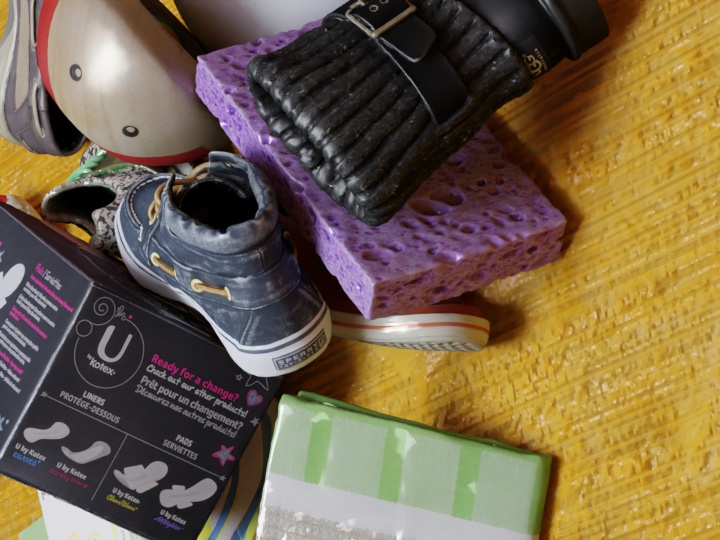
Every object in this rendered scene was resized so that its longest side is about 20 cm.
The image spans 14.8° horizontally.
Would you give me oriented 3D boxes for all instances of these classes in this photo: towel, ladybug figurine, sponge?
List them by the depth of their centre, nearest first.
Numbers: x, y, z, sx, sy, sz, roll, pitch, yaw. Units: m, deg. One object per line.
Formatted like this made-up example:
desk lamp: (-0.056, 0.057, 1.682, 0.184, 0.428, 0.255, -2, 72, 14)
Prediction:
sponge: (0.007, -0.059, 1.396, 0.200, 0.111, 0.030, 53, 151, 40)
towel: (0.013, 0.172, 1.400, 0.148, 0.031, 0.201, 13, 100, 15)
ladybug figurine: (-0.128, -0.109, 1.530, 0.072, 0.136, 0.200, -44, 5, 5)

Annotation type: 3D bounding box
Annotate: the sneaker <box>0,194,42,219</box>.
sneaker: (-0.246, 0.044, 1.786, 0.085, 0.077, 0.201, 47, 119, 57)

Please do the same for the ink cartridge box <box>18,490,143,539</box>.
ink cartridge box: (-0.163, 0.190, 1.677, 0.200, 0.048, 0.146, -37, 61, 44)

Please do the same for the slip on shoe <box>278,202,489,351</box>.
slip on shoe: (0.000, 0.000, 1.442, 0.200, 0.074, 0.062, 28, 108, 56)

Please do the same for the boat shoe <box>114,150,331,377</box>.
boat shoe: (-0.079, -0.028, 1.418, 0.200, 0.071, 0.091, 38, 153, 54)

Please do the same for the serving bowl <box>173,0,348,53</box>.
serving bowl: (-0.057, -0.202, 1.527, 0.200, 0.066, 0.201, -3, 86, 55)

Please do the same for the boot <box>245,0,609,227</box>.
boot: (0.005, -0.131, 1.359, 0.158, 0.080, 0.211, -38, 48, -3)

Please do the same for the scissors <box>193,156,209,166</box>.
scissors: (-0.065, -0.040, 1.545, 0.200, 0.014, 0.074, -177, 94, -66)

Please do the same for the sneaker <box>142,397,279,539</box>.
sneaker: (-0.093, 0.160, 1.530, 0.076, 0.105, 0.201, 3, 92, 53)

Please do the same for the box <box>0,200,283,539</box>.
box: (-0.150, 0.052, 1.519, 0.115, 0.132, 0.200, -61, 28, 3)

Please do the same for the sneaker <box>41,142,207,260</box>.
sneaker: (-0.143, -0.047, 1.598, 0.200, 0.088, 0.077, -147, 64, -65)

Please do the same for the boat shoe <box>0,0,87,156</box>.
boat shoe: (-0.175, -0.163, 1.694, 0.073, 0.074, 0.201, 31, 123, 39)
